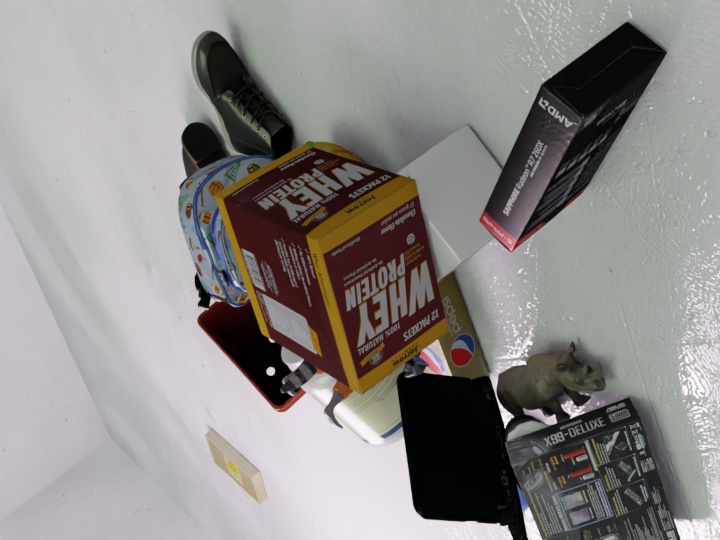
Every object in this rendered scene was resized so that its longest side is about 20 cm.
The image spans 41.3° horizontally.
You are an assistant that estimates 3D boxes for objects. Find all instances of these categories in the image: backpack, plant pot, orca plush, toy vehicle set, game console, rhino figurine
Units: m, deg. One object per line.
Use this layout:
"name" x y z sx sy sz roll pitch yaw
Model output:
"backpack" -0.162 -0.065 1.344 0.154 0.199 0.192 -4 116 58
"plant pot" -0.120 0.113 1.557 0.200 0.200 0.176 45 165 15
"orca plush" 0.254 0.231 1.183 0.199 0.071 0.106 24 111 -12
"toy vehicle set" -0.327 0.514 2.501 0.199 0.026 0.125 33 147 34
"game console" 0.128 0.240 1.187 0.176 0.115 0.201 67 -167 -49
"rhino figurine" 0.231 0.140 1.162 0.088 0.060 0.200 49 151 1

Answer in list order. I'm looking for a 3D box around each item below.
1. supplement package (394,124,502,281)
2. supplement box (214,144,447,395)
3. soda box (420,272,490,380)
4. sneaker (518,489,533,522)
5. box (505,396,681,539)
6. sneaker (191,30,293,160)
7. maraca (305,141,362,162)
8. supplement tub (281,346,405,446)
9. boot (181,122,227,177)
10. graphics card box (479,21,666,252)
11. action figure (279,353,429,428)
"supplement package" 0.079 -0.053 1.108 0.120 0.121 0.200 52 153 4
"supplement box" -0.031 -0.008 1.057 0.199 0.132 0.199 24 138 47
"soda box" 0.105 0.075 1.279 0.068 0.064 0.201 14 134 51
"sneaker" 0.211 0.275 1.298 0.111 0.077 0.200 45 174 10
"box" 0.278 0.267 1.133 0.050 0.157 0.201 -95 -19 -66
"sneaker" -0.157 -0.240 1.327 0.106 0.075 0.201 23 149 37
"maraca" -0.022 -0.078 1.244 0.201 0.106 0.137 62 -169 -13
"supplement tub" -0.004 0.146 1.392 0.200 0.145 0.145 44 157 -24
"boot" -0.235 -0.144 1.566 0.201 0.074 0.097 65 163 -7
"graphics card box" 0.187 -0.115 0.865 0.051 0.125 0.200 45 152 16
"action figure" -0.007 0.097 1.205 0.104 0.194 0.200 34 174 -30
